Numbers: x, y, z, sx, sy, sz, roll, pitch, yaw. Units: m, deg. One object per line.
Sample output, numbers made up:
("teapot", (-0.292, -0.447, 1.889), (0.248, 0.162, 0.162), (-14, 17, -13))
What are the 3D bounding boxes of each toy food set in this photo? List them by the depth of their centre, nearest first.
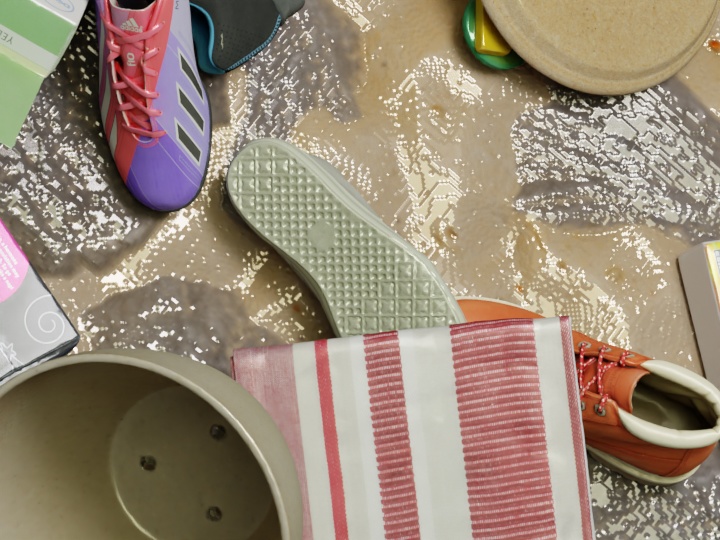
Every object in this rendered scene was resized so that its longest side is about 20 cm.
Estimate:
("toy food set", (0.143, -0.208, 1.853), (0.197, 0.049, 0.201), (8, 80, -27))

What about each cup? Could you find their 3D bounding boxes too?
("cup", (-0.113, 0.127, 1.635), (0.199, 0.143, 0.201), (4, 104, 15))

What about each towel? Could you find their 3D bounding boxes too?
("towel", (0.030, 0.106, 1.718), (0.199, 0.023, 0.145), (-6, 93, 1))

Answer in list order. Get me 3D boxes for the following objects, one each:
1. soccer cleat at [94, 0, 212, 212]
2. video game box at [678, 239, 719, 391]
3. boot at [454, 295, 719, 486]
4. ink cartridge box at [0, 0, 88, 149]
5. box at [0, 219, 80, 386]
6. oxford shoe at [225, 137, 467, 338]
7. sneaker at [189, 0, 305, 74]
("soccer cleat", (-0.126, -0.129, 1.716), (0.068, 0.073, 0.201), (-1, 102, 8))
("video game box", (0.308, 0.068, 1.851), (0.181, 0.047, 0.201), (-9, 80, -22))
("boot", (0.125, 0.062, 1.761), (0.199, 0.107, 0.075), (22, 76, -5))
("ink cartridge box", (-0.230, -0.157, 1.667), (0.145, 0.200, 0.048), (30, 111, -9))
("box", (-0.271, 0.002, 1.647), (0.132, 0.115, 0.200), (-34, 87, -20))
("oxford shoe", (0.000, 0.000, 1.754), (0.075, 0.058, 0.200), (-43, 84, 9))
("sneaker", (-0.127, -0.202, 1.764), (0.200, 0.073, 0.082), (40, 74, -3))
